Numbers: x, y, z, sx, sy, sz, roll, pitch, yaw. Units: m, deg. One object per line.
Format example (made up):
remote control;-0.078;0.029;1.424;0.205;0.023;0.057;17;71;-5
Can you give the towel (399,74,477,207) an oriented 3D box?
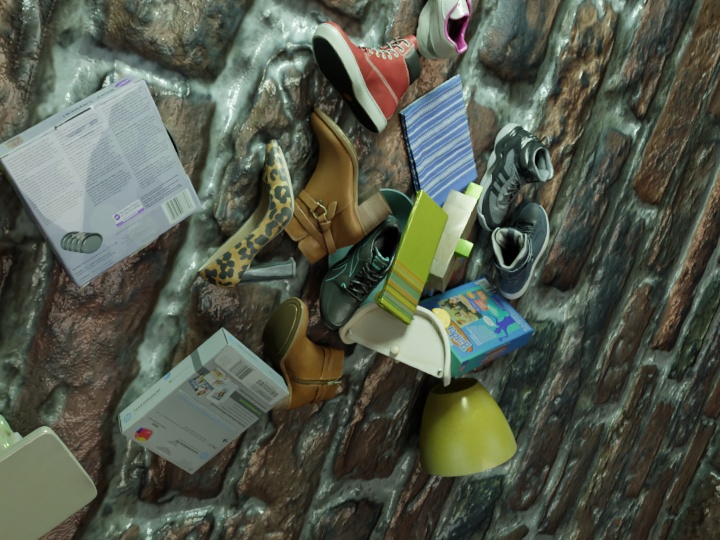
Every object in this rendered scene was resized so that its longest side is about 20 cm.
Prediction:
towel;0.141;-0.211;1.231;0.144;0.024;0.204;-36;129;-25

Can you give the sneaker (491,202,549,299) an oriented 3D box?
sneaker;0.306;-0.068;1.361;0.206;0.075;0.147;-69;152;-22

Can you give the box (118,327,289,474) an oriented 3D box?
box;-0.225;0.195;1.045;0.199;0.041;0.156;-40;132;3

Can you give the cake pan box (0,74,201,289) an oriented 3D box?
cake pan box;-0.308;-0.111;0.869;0.199;0.052;0.187;-38;131;-22

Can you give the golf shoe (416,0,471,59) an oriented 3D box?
golf shoe;0.139;-0.424;1.087;0.074;0.091;0.205;-12;116;-34

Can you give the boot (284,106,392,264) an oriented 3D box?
boot;-0.062;-0.123;1.070;0.153;0.077;0.202;-30;110;7

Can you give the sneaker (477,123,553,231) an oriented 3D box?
sneaker;0.285;-0.161;1.316;0.074;0.113;0.205;3;107;-40

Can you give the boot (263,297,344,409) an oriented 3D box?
boot;-0.084;0.133;1.161;0.152;0.074;0.204;2;120;-40

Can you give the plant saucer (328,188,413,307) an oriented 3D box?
plant saucer;0.017;-0.040;1.192;0.197;0.036;0.205;-18;119;-35

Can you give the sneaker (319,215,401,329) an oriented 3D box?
sneaker;0.000;0.000;1.108;0.074;0.079;0.203;30;87;-22

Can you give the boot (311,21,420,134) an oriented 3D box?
boot;0.017;-0.319;1.045;0.146;0.072;0.200;-54;142;-8

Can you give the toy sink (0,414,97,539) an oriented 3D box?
toy sink;-0.449;0.263;0.874;0.198;0.112;0.132;-34;128;-18

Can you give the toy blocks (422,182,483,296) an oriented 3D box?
toy blocks;0.153;-0.040;1.261;0.204;0.098;0.137;-64;164;-15

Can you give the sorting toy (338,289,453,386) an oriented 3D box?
sorting toy;0.083;0.130;1.233;0.109;0.196;0.181;-62;159;-19

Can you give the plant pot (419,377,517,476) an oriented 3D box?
plant pot;0.199;0.298;1.420;0.196;0.198;0.146;-16;95;-34

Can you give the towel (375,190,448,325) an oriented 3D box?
towel;0.085;-0.021;1.152;0.086;0.018;0.204;37;67;-41

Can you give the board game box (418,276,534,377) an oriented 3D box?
board game box;0.205;0.101;1.337;0.196;0.153;0.046;-16;142;-34

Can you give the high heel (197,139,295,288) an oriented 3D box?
high heel;-0.165;-0.078;1.009;0.139;0.071;0.206;-5;101;-16
